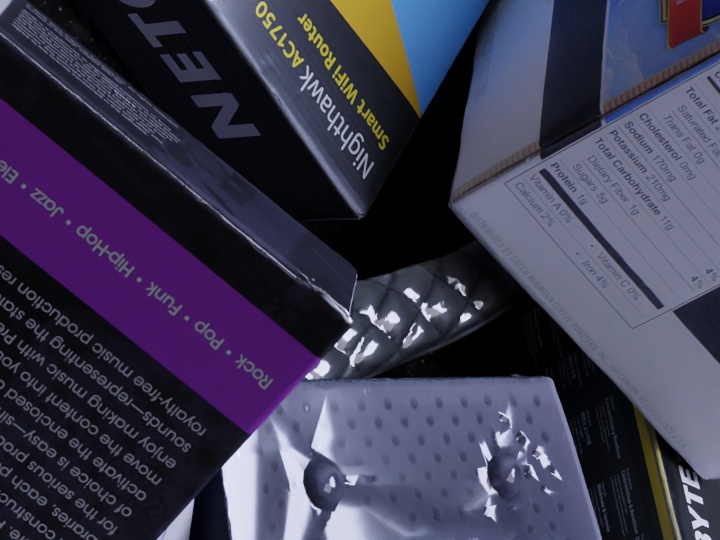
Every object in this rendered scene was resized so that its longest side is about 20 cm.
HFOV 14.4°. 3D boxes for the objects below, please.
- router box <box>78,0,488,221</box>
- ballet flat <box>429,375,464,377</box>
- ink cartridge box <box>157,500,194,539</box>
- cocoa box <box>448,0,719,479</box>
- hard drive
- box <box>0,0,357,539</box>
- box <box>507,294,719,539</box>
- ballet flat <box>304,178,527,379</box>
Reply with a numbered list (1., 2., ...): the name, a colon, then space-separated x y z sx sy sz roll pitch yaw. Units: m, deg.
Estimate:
1. router box: -0.034 -0.134 0.812 0.200 0.051 0.149 54 50 -33
2. ballet flat: -0.016 0.091 0.809 0.200 0.068 0.075 -59 140 -29
3. ink cartridge box: -0.090 0.075 0.662 0.044 0.094 0.200 -14 118 -51
4. cocoa box: 0.126 -0.065 0.872 0.133 0.131 0.200 45 32 -25
5. hard drive: 0.017 0.126 0.681 0.135 0.042 0.200 1 72 -46
6. box: -0.118 0.031 0.589 0.143 0.200 0.036 40 15 -9
7. box: 0.123 0.073 0.920 0.160 0.049 0.200 29 41 -41
8. ballet flat: 0.000 0.000 0.837 0.200 0.066 0.057 -29 104 -46
